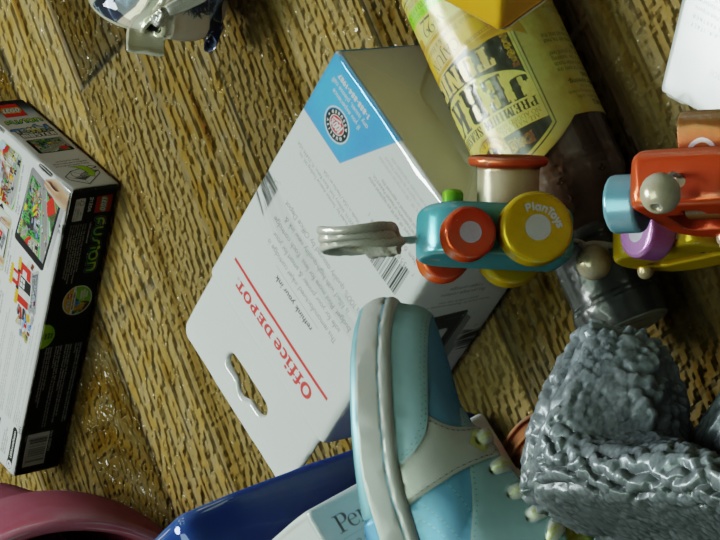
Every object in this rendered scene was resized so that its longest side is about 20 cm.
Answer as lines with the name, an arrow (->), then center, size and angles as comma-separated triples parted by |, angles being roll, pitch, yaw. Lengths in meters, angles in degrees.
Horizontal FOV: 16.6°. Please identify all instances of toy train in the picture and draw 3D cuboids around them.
toy train -> 0.089, -0.032, 0.980 | 0.200, 0.150, 0.056 | -3, 79, 31

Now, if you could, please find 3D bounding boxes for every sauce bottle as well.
sauce bottle -> 0.079, -0.063, 1.095 | 0.065, 0.065, 0.200 | -40, 69, 47

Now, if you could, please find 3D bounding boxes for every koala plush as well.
koala plush -> 0.192, 0.031, 0.852 | 0.184, 0.177, 0.200 | -6, 50, 50

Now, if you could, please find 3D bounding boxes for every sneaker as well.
sneaker -> 0.069, 0.100, 0.969 | 0.131, 0.080, 0.200 | -11, 80, 7

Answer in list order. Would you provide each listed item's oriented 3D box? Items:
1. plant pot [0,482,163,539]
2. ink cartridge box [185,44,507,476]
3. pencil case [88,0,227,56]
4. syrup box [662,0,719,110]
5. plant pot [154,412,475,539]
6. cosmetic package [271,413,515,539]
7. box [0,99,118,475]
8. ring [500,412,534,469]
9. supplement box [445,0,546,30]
plant pot -> -0.195, 0.206, 1.403 | 0.179, 0.200, 0.200 | -150, 59, -62
ink cartridge box -> 0.000, 0.000, 1.201 | 0.116, 0.067, 0.200 | 56, 135, 26
pencil case -> -0.075, -0.205, 1.239 | 0.089, 0.078, 0.200 | -109, 35, -44
syrup box -> 0.188, -0.145, 0.930 | 0.079, 0.081, 0.200 | 35, 126, 42
plant pot -> -0.012, 0.208, 1.164 | 0.180, 0.200, 0.200 | 58, 136, 17
cosmetic package -> 0.054, 0.175, 1.043 | 0.200, 0.101, 0.071 | 58, 150, 8
box -> -0.206, 0.010, 1.481 | 0.110, 0.035, 0.200 | 40, 127, 38
ring -> 0.126, 0.143, 1.022 | 0.200, 0.019, 0.200 | 41, 146, 37
supplement box -> 0.047, -0.212, 0.922 | 0.109, 0.110, 0.200 | 29, 138, 29
